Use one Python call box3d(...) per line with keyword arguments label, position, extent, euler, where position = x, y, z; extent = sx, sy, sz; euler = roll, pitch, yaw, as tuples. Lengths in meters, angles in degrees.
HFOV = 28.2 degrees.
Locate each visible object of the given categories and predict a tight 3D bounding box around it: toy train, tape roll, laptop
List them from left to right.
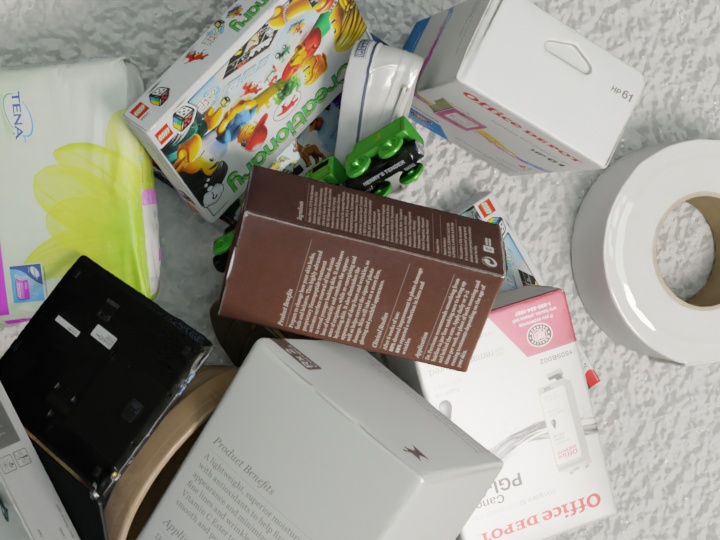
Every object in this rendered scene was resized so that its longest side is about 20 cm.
box3d(label="laptop", position=(-0.190, 0.120, 1.046), extent=(0.200, 0.177, 0.103), euler=(-54, 138, -8))
box3d(label="toy train", position=(-0.035, -0.057, 1.122), extent=(0.200, 0.057, 0.042), euler=(-29, 121, 21))
box3d(label="tape roll", position=(0.295, -0.016, 1.295), extent=(0.201, 0.071, 0.203), euler=(0, 91, -17))

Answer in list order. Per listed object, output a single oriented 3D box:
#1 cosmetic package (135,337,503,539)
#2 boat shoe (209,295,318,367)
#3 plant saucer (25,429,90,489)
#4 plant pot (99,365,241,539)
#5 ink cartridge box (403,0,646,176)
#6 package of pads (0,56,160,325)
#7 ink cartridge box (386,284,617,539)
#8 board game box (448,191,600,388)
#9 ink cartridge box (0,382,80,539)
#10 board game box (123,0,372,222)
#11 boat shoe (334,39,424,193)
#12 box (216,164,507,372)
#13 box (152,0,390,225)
box3d(label="cosmetic package", position=(-0.031, 0.178, 1.069), extent=(0.165, 0.165, 0.200), euler=(38, 102, 23))
box3d(label="boat shoe", position=(-0.043, 0.077, 1.202), extent=(0.200, 0.072, 0.068), euler=(43, 50, -18))
box3d(label="plant saucer", position=(-0.284, 0.185, 1.144), extent=(0.199, 0.035, 0.201), euler=(0, 91, -16))
box3d(label="plant pot", position=(-0.147, 0.146, 1.132), extent=(0.093, 0.201, 0.201), euler=(35, 79, 24))
box3d(label="ink cartridge box", position=(0.119, -0.148, 1.172), extent=(0.144, 0.200, 0.085), euler=(28, 83, -15))
box3d(label="package of pads", position=(-0.237, -0.062, 1.120), extent=(0.154, 0.068, 0.201), euler=(-6, 94, 1))
box3d(label="ink cartridge box", position=(0.118, 0.128, 1.202), extent=(0.146, 0.083, 0.201), euler=(-17, 96, -15))
box3d(label="board game box", position=(0.109, 0.048, 1.259), extent=(0.126, 0.035, 0.200), euler=(-34, 100, -13))
box3d(label="ink cartridge box", position=(-0.281, 0.195, 1.038), extent=(0.043, 0.173, 0.201), euler=(-20, 80, -54))
box3d(label="board game box", position=(-0.080, -0.147, 1.114), extent=(0.200, 0.035, 0.126), euler=(-47, 146, -10))
box3d(label="boat shoe", position=(0.015, -0.090, 1.162), extent=(0.065, 0.074, 0.201), euler=(12, 132, 8))
box3d(label="box", position=(0.000, 0.000, 1.082), extent=(0.199, 0.075, 0.100), euler=(13, 125, -9))
box3d(label="box", position=(-0.078, -0.136, 1.198), extent=(0.136, 0.038, 0.201), euler=(32, 82, -15))
